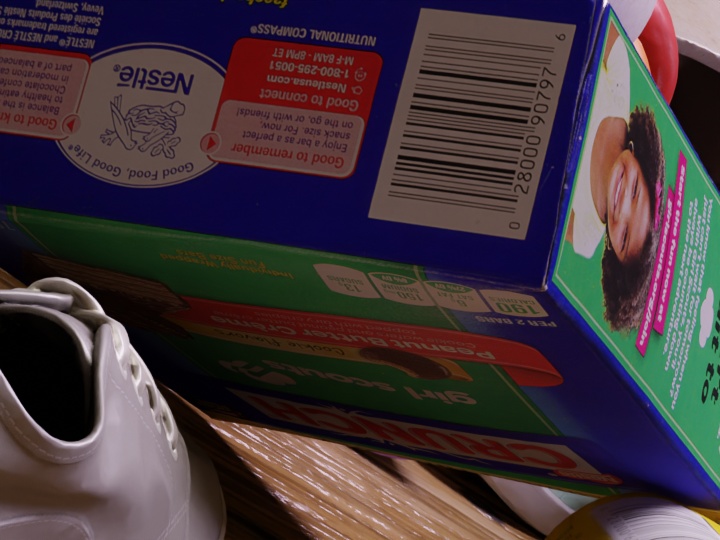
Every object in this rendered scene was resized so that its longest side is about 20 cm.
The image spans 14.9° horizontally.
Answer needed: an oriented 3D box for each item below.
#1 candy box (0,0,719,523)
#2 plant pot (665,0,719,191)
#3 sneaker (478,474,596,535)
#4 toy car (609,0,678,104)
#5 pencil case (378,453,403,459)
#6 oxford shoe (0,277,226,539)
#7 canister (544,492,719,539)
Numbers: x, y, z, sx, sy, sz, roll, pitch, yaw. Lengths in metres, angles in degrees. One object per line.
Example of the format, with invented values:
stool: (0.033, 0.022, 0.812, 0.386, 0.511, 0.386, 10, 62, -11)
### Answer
candy box: (0.004, -0.007, 0.708, 0.168, 0.078, 0.200, 9, -15, 23)
plant pot: (0.093, -0.070, 1.186, 0.200, 0.200, 0.184, 35, 32, -21)
sneaker: (0.104, 0.046, 1.068, 0.074, 0.118, 0.200, 45, 11, 36)
toy car: (0.034, -0.094, 0.903, 0.149, 0.175, 0.201, 13, 45, -40)
pencil case: (0.000, 0.000, 1.006, 0.085, 0.085, 0.200, -1, 17, -15)
oxford shoe: (-0.065, 0.031, 0.565, 0.075, 0.058, 0.200, 37, 5, 16)
canister: (0.117, 0.141, 0.661, 0.148, 0.087, 0.200, 34, 6, -19)
